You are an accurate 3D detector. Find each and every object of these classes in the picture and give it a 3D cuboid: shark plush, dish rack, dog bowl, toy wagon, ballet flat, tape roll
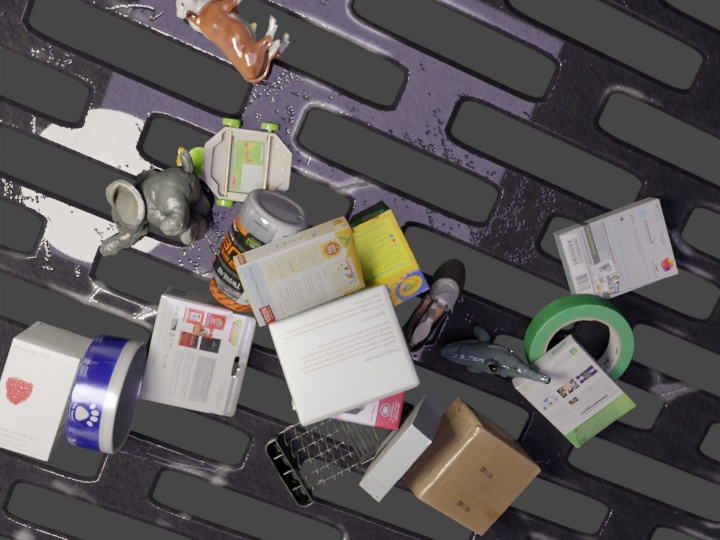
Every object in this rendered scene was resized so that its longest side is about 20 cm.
[{"bbox_3d":[0.250,0.181,1.362,0.200,0.083,0.091,31,108,27],"label":"shark plush"},{"bbox_3d":[-0.066,0.345,1.420,0.200,0.055,0.154,-28,103,1],"label":"dish rack"},{"bbox_3d":[-0.442,0.215,1.289,0.079,0.200,0.201,12,100,-5],"label":"dog bowl"},{"bbox_3d":[-0.224,-0.191,1.308,0.199,0.040,0.156,6,100,-5],"label":"toy wagon"},{"bbox_3d":[0.141,0.073,1.375,0.068,0.068,0.200,29,97,-8],"label":"ballet flat"},{"bbox_3d":[0.415,0.144,1.400,0.200,0.048,0.201,-1,115,-2],"label":"tape roll"}]

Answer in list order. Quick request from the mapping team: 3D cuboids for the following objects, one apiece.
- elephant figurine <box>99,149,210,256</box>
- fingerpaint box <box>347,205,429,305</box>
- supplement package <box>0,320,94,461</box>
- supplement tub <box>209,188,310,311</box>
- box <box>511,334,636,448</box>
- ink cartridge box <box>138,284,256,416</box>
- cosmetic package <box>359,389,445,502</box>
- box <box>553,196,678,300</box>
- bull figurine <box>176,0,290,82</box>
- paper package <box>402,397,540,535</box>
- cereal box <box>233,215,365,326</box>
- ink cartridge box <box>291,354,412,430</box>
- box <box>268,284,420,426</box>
[{"bbox_3d":[-0.375,-0.112,1.272,0.199,0.142,0.156,5,71,14],"label":"elephant figurine"},{"bbox_3d":[0.000,0.000,1.346,0.200,0.073,0.167,-27,101,2],"label":"fingerpaint box"},{"bbox_3d":[-0.572,0.213,1.319,0.121,0.120,0.200,19,99,-7],"label":"supplement package"},{"bbox_3d":[-0.181,-0.032,1.284,0.122,0.123,0.200,27,116,-9],"label":"supplement tub"},{"bbox_3d":[0.406,0.233,1.396,0.144,0.036,0.200,-41,109,15],"label":"box"},{"bbox_3d":[-0.293,0.149,1.347,0.175,0.084,0.200,14,100,-7],"label":"ink cartridge box"},{"bbox_3d":[0.081,0.315,1.341,0.052,0.200,0.151,41,104,5],"label":"cosmetic package"},{"bbox_3d":[0.486,-0.033,1.396,0.200,0.041,0.156,-21,103,1],"label":"box"},{"bbox_3d":[-0.217,-0.418,1.248,0.121,0.065,0.200,-41,102,7],"label":"bull figurine"},{"bbox_3d":[0.206,0.375,1.396,0.200,0.103,0.191,36,98,-30],"label":"paper package"},{"bbox_3d":[-0.100,0.003,1.239,0.200,0.040,0.144,-20,133,-7],"label":"cereal box"},{"bbox_3d":[-0.016,0.204,1.362,0.199,0.086,0.148,11,85,-5],"label":"ink cartridge box"},{"bbox_3d":[-0.025,0.134,1.218,0.199,0.200,0.172,-19,87,-1],"label":"box"}]
